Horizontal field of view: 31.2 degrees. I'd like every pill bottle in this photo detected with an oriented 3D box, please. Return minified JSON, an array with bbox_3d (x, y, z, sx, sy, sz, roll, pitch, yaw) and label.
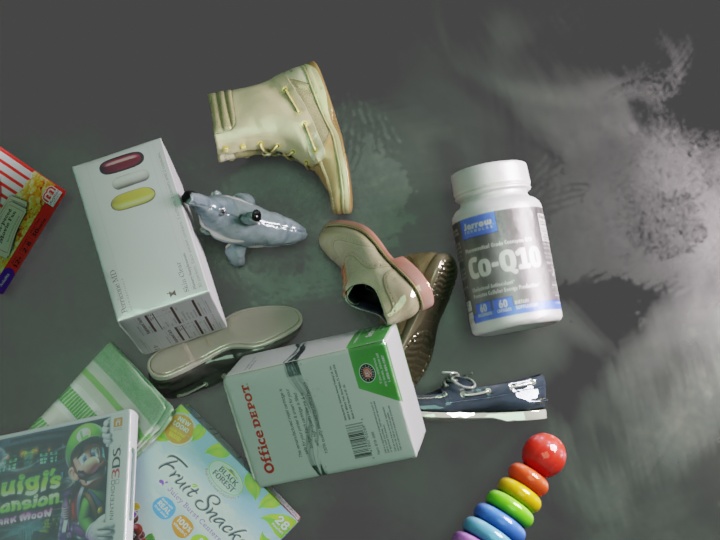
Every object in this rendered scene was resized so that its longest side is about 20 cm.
[{"bbox_3d":[0.174,-0.027,1.577,0.114,0.114,0.200,-10,83,-3],"label":"pill bottle"}]

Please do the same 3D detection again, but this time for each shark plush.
[{"bbox_3d":[-0.146,-0.073,1.547,0.083,0.200,0.091,5,69,30],"label":"shark plush"}]

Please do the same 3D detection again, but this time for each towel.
[{"bbox_3d":[-0.329,0.199,1.544,0.200,0.023,0.152,-48,56,-5],"label":"towel"}]

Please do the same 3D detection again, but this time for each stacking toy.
[{"bbox_3d":[0.181,0.284,1.562,0.085,0.085,0.200,34,76,3],"label":"stacking toy"}]

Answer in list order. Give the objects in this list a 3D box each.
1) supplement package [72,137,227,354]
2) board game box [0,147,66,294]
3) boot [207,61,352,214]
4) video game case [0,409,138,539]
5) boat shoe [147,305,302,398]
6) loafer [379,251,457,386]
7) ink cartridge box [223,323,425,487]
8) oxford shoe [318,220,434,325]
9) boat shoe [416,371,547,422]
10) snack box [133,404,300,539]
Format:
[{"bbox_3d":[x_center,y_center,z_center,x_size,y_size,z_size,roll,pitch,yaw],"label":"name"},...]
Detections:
[{"bbox_3d":[-0.247,-0.025,1.526,0.111,0.156,0.200,-19,73,-4],"label":"supplement package"},{"bbox_3d":[-0.464,-0.080,1.528,0.046,0.200,0.152,24,81,37],"label":"board game box"},{"bbox_3d":[-0.099,-0.148,1.605,0.155,0.073,0.200,-16,82,-4],"label":"boot"},{"bbox_3d":[-0.352,0.263,1.492,0.200,0.023,0.182,-13,58,17],"label":"video game case"},{"bbox_3d":[-0.164,0.100,1.587,0.200,0.057,0.067,-21,48,-8],"label":"boat shoe"},{"bbox_3d":[0.055,0.067,1.586,0.067,0.076,0.200,24,89,36],"label":"loafer"},{"bbox_3d":[-0.041,0.157,1.507,0.200,0.083,0.147,-13,102,14],"label":"ink cartridge box"},{"bbox_3d":[0.000,0.000,1.544,0.074,0.200,0.071,-32,129,-21],"label":"oxford shoe"},{"bbox_3d":[0.130,0.154,1.572,0.200,0.075,0.062,0,84,-3],"label":"boat shoe"},{"bbox_3d":[-0.200,0.287,1.546,0.169,0.068,0.200,-45,87,-4],"label":"snack box"}]
